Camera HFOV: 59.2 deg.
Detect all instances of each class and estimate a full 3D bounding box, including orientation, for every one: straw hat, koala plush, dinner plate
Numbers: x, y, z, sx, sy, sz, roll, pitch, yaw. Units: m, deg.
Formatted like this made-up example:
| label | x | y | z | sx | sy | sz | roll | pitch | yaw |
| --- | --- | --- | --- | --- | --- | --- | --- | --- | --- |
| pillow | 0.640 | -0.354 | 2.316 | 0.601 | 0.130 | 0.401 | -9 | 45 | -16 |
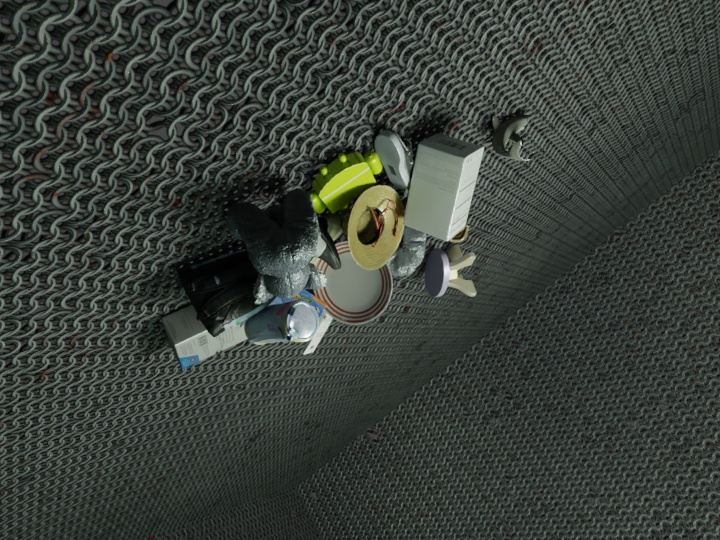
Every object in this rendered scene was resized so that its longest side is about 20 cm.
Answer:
| label | x | y | z | sx | sy | sz | roll | pitch | yaw |
| --- | --- | --- | --- | --- | --- | --- | --- | --- | --- |
| straw hat | 0.008 | -0.102 | 1.435 | 0.201 | 0.085 | 0.202 | -17 | 112 | -47 |
| koala plush | 0.070 | -0.062 | 1.604 | 0.177 | 0.185 | 0.200 | -15 | 173 | -13 |
| dinner plate | -0.018 | 0.028 | 1.505 | 0.200 | 0.200 | 0.024 | -41 | 174 | 18 |
| koala plush | -0.154 | -0.021 | 1.248 | 0.177 | 0.184 | 0.201 | -15 | 134 | -15 |

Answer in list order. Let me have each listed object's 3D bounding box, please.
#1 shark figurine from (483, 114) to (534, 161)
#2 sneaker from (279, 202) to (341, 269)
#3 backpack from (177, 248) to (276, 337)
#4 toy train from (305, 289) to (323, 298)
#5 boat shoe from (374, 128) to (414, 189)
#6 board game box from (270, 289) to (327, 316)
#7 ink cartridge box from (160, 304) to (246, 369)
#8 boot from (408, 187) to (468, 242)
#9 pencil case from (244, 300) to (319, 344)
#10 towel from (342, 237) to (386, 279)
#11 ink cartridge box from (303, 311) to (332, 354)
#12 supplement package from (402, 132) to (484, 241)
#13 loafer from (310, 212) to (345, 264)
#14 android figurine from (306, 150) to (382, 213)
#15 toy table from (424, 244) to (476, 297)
| label | x | y | z | sx | sy | sz | roll | pitch | yaw |
| --- | --- | --- | --- | --- | --- | --- | --- | --- | --- |
| shark figurine | 0.339 | -0.324 | 1.510 | 0.128 | 0.215 | 0.090 | -12 | 124 | 23 |
| sneaker | -0.117 | -0.069 | 1.372 | 0.088 | 0.074 | 0.200 | -31 | 118 | 10 |
| backpack | -0.263 | 0.032 | 1.360 | 0.199 | 0.164 | 0.154 | -31 | 174 | -10 |
| toy train | -0.173 | 0.100 | 1.533 | 0.201 | 0.115 | 0.085 | -64 | -168 | -19 |
| boat shoe | 0.086 | -0.251 | 1.368 | 0.066 | 0.070 | 0.200 | -56 | 151 | -13 |
| board game box | -0.186 | 0.072 | 1.476 | 0.103 | 0.200 | 0.019 | -60 | -162 | -6 |
| ink cartridge box | -0.355 | 0.133 | 1.508 | 0.199 | 0.084 | 0.146 | -25 | 155 | -21 |
| boot | 0.201 | -0.154 | 1.584 | 0.072 | 0.155 | 0.200 | -36 | 157 | 7 |
| pencil case | -0.173 | 0.117 | 1.367 | 0.083 | 0.091 | 0.200 | 37 | 153 | -28 |
| towel | 0.000 | 0.000 | 1.596 | 0.024 | 0.145 | 0.200 | -43 | 172 | -15 |
| ink cartridge box | -0.116 | 0.120 | 1.699 | 0.201 | 0.068 | 0.116 | -60 | 170 | 1 |
| supplement package | 0.186 | -0.189 | 1.428 | 0.117 | 0.117 | 0.201 | -37 | 143 | -52 |
| loafer | -0.121 | -0.061 | 1.460 | 0.200 | 0.076 | 0.068 | -50 | 153 | 12 |
| android figurine | -0.035 | -0.188 | 1.353 | 0.182 | 0.041 | 0.200 | -34 | 160 | 4 |
| toy table | 0.285 | 0.005 | 2.007 | 0.117 | 0.185 | 0.200 | -9 | 163 | -15 |
